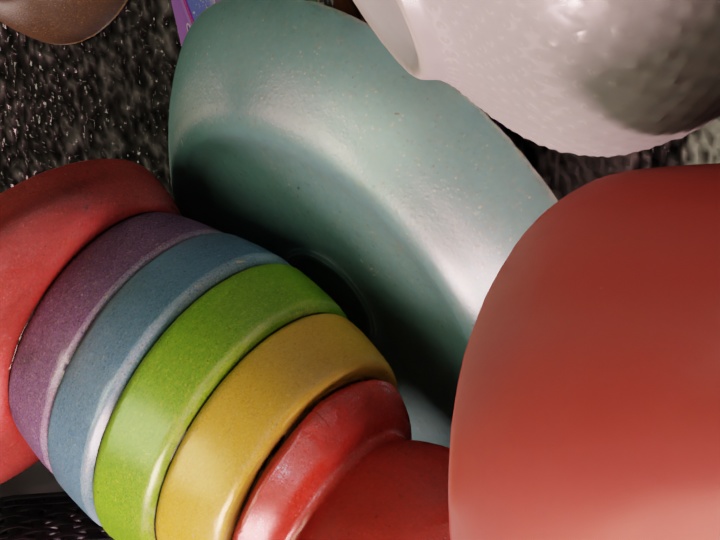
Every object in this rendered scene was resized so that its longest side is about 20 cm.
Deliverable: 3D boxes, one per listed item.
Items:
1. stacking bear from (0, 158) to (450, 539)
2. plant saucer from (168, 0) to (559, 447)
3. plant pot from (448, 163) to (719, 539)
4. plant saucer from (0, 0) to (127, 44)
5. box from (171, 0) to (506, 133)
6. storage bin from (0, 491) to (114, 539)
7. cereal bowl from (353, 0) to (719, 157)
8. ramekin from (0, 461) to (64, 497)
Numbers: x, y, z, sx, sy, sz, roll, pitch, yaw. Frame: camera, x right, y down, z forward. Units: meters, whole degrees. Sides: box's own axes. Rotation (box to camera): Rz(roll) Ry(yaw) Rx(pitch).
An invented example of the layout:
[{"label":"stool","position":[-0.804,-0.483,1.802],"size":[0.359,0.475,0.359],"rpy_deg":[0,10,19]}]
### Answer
[{"label":"stacking bear","position":[-0.033,0.059,0.791],"size":[0.199,0.114,0.122],"rpy_deg":[35,142,25]},{"label":"plant saucer","position":[0.000,0.000,0.832],"size":[0.199,0.036,0.201],"rpy_deg":[35,151,23]},{"label":"plant pot","position":[0.150,0.058,0.608],"size":[0.177,0.200,0.202],"rpy_deg":[-14,91,44]},{"label":"plant saucer","position":[-0.151,-0.194,1.041],"size":[0.200,0.032,0.202],"rpy_deg":[23,119,49]},{"label":"box","position":[-0.019,-0.113,0.884],"size":[0.136,0.039,0.202],"rpy_deg":[-9,95,54]},{"label":"storage bin","position":[-0.075,0.186,0.886],"size":[0.094,0.134,0.202],"rpy_deg":[-141,49,-74]},{"label":"cereal bowl","position":[0.029,-0.115,0.704],"size":[0.201,0.083,0.200],"rpy_deg":[59,176,6]},{"label":"ramekin","position":[-0.160,0.140,1.109],"size":[0.200,0.097,0.202],"rpy_deg":[21,117,48]}]
